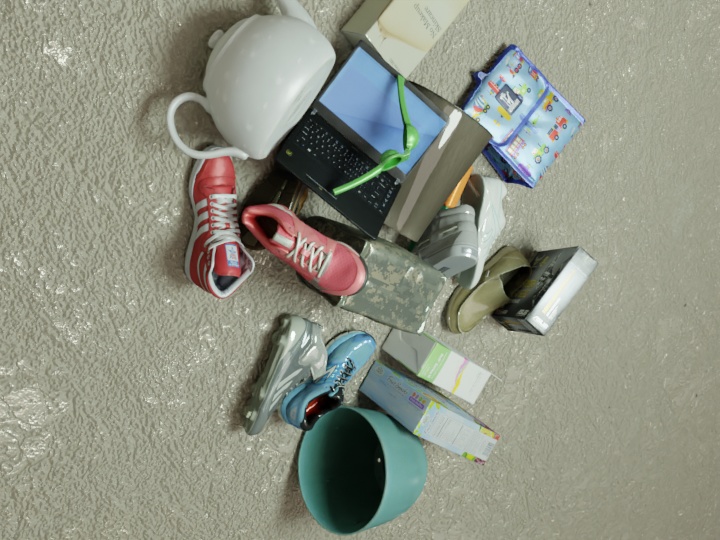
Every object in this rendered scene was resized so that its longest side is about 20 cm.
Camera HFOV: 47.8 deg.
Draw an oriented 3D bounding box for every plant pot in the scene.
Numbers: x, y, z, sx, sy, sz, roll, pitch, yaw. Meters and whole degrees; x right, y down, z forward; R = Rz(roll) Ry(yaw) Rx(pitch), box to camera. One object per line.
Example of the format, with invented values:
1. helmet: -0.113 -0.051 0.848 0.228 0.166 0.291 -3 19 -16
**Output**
1. plant pot: 0.019 0.330 1.367 0.160 0.199 0.204 10 103 -48

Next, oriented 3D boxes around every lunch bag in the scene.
1. lunch bag: 0.000 0.000 1.212 0.162 0.199 0.119 22 97 -34
2. lunch bag: 0.254 -0.264 1.365 0.200 0.094 0.151 42 84 -26

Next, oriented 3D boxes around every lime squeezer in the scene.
1. lime squeezer: 0.038 -0.172 1.107 0.070 0.038 0.202 33 73 -13

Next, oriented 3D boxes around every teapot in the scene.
1. teapot: -0.138 -0.251 1.050 0.145 0.201 0.198 36 128 -3

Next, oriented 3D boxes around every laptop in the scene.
1. laptop: 0.008 -0.181 1.122 0.176 0.103 0.201 38 46 -11

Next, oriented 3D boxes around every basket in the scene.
1. basket: 0.090 -0.159 1.256 0.179 0.136 0.202 24 99 -44

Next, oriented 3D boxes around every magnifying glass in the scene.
1. magnifying glass: 0.141 -0.088 1.386 0.079 0.022 0.203 19 96 -38

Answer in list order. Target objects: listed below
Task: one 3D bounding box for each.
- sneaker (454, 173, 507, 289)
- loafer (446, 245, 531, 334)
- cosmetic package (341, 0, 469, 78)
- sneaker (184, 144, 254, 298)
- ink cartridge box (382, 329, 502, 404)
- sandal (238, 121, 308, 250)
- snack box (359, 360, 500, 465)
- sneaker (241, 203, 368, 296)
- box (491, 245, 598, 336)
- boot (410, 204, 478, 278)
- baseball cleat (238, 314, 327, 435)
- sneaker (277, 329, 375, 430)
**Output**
1. sneaker: 0.214 -0.064 1.415 0.079 0.070 0.204 -2 109 -36
2. loafer: 0.233 0.038 1.469 0.200 0.067 0.076 -48 127 -10
3. cosmetic package: 0.077 -0.386 1.189 0.201 0.073 0.103 -53 128 -7
4. sneaker: -0.189 -0.062 1.110 0.070 0.112 0.204 -3 110 -33
5. ink cartridge box: 0.146 0.166 1.429 0.199 0.117 0.068 31 92 -38
6. sandal: -0.109 -0.118 1.180 0.054 0.081 0.203 30 83 -60
7. snack box: 0.120 0.246 1.412 0.199 0.168 0.068 30 90 -39
8. sneaker: -0.081 -0.026 1.078 0.075 0.198 0.087 -61 159 7
9. box: 0.324 0.037 1.453 0.048 0.200 0.159 38 85 -5
10. boot: 0.120 -0.037 1.319 0.073 0.199 0.097 19 64 -32
11. baseball cleat: -0.112 0.174 1.277 0.105 0.070 0.203 20 97 -23
12. sneaker: -0.041 0.187 1.326 0.200 0.090 0.079 -46 127 -11
